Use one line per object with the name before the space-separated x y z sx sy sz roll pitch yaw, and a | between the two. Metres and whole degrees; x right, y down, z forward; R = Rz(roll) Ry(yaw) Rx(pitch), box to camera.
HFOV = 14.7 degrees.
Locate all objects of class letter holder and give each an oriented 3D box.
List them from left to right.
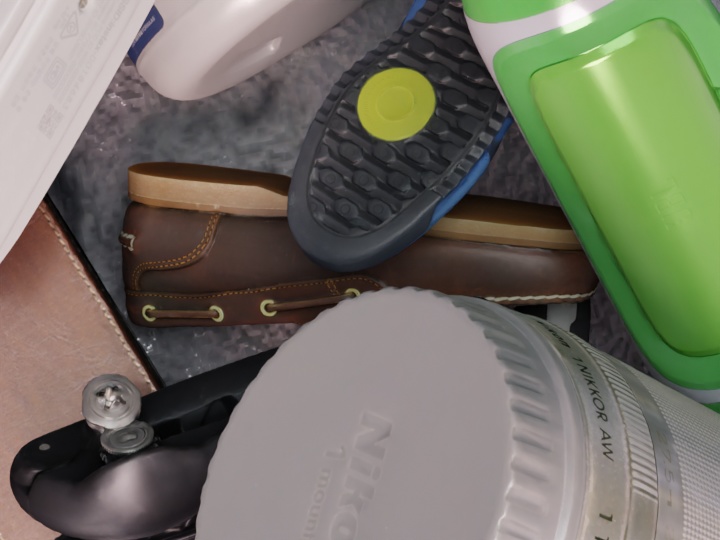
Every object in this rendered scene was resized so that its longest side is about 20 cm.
letter holder | -0.157 0.047 1.086 0.142 0.101 0.200 -31 86 -4

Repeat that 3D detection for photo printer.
photo printer | -0.180 -0.102 1.022 0.200 0.069 0.167 21 77 32

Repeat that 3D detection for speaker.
speaker | 0.110 -0.043 1.013 0.088 0.088 0.200 -32 114 -6

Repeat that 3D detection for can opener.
can opener | -0.033 0.054 1.022 0.200 0.079 0.063 -25 46 -18

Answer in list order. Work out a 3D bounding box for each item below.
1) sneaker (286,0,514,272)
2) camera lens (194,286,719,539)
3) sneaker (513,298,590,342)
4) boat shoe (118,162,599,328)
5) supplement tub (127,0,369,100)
sneaker | 0.041 -0.076 1.071 0.066 0.078 0.200 25 73 17
camera lens | 0.062 0.106 0.965 0.200 0.160 0.160 27 81 -40
sneaker | 0.028 0.081 1.106 0.083 0.072 0.200 23 82 2
boat shoe | 0.000 0.000 1.102 0.200 0.070 0.071 6 98 21
supplement tub | -0.071 -0.184 1.093 0.145 0.145 0.200 -33 86 -6
